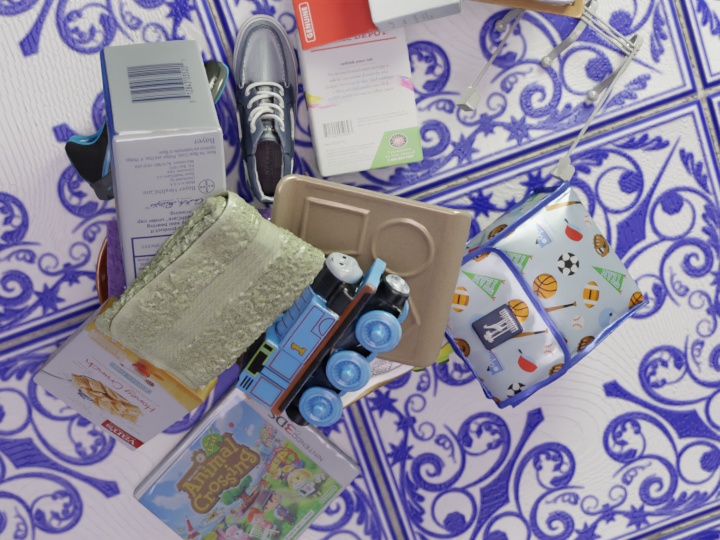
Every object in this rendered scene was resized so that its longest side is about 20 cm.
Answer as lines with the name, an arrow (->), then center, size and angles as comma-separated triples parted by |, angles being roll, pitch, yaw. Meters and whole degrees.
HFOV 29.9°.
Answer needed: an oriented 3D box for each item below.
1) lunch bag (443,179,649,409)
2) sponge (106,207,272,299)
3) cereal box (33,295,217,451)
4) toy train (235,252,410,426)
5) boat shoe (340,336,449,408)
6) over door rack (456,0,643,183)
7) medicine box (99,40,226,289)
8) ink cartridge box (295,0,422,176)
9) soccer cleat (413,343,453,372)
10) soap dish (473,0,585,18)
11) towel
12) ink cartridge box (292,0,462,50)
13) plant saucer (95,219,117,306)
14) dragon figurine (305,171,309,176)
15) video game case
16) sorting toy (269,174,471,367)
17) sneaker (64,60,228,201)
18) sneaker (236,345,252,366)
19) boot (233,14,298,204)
lunch bag -> 0.179, 0.027, 1.447 | 0.200, 0.124, 0.170 | -35, 95, -14
sponge -> -0.172, -0.007, 1.448 | 0.199, 0.030, 0.112 | -5, 67, -6
cereal box -> -0.256, 0.117, 1.453 | 0.144, 0.200, 0.040 | 38, 52, -12
toy train -> -0.035, 0.069, 1.358 | 0.114, 0.087, 0.200 | 34, 115, -6
boat shoe -> 0.015, 0.087, 1.458 | 0.200, 0.071, 0.070 | -30, 95, -13
over door rack -> 0.205, -0.215, 1.484 | 0.147, 0.067, 0.200 | 34, 75, -12
medicine box -> -0.194, -0.096, 1.334 | 0.102, 0.182, 0.201 | -6, 127, -11
ink cartridge box -> -0.005, -0.212, 1.467 | 0.117, 0.067, 0.201 | -9, 103, -4
soccer cleat -> 0.111, 0.043, 1.537 | 0.200, 0.065, 0.084 | -32, 104, -4
soap dish -> 0.151, -0.353, 1.416 | 0.199, 0.081, 0.158 | 12, 89, 11
towel -> -0.142, 0.024, 1.297 | 0.148, 0.037, 0.200 | 33, 112, -34
ink cartridge box -> 0.000, -0.344, 1.382 | 0.173, 0.044, 0.201 | -13, 84, 8
plant saucer -> -0.194, 0.006, 1.508 | 0.199, 0.032, 0.201 | -1, 101, -6
dragon figurine -> 0.019, -0.038, 1.501 | 0.199, 0.099, 0.059 | 22, 74, -2
video game case -> -0.131, 0.246, 1.569 | 0.182, 0.022, 0.200 | 43, 94, -13
sorting toy -> 0.000, 0.000, 1.386 | 0.199, 0.037, 0.186 | 11, 118, -2
sneaker -> -0.228, -0.164, 1.446 | 0.200, 0.073, 0.082 | -41, 104, 2
sneaker -> -0.098, 0.093, 1.478 | 0.200, 0.076, 0.070 | 34, 116, -23
boot -> -0.098, -0.173, 1.452 | 0.072, 0.090, 0.201 | -6, 102, -6
